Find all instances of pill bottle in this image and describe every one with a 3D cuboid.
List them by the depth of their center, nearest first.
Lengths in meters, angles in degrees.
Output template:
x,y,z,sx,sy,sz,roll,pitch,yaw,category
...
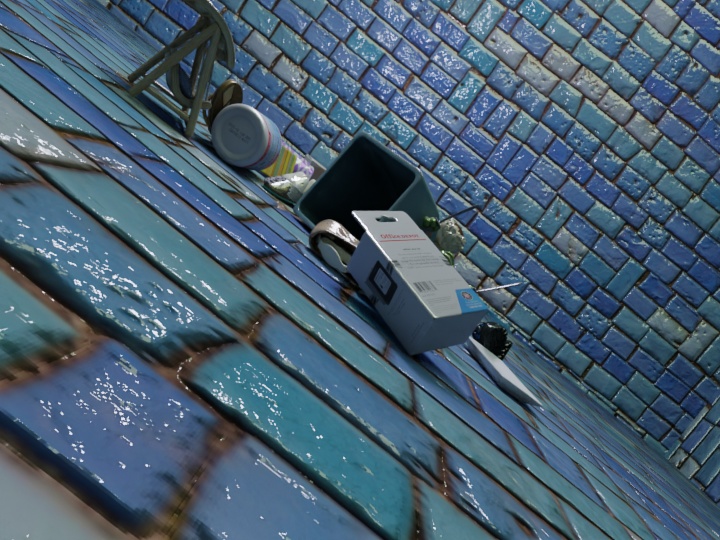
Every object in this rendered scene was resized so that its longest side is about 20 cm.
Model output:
x,y,z,sx,sy,sz,roll,pitch,yaw,category
-0.212,-0.253,1.171,0.108,0.110,0.200,37,7,0,pill bottle

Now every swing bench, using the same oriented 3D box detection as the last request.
x,y,z,sx,sy,sz,roll,pitch,yaw,category
-0.306,-0.372,1.065,0.129,0.202,0.199,33,8,-29,swing bench

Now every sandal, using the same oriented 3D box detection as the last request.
x,y,z,sx,sy,sz,roll,pitch,yaw,category
-0.273,-0.307,1.159,0.054,0.080,0.200,45,-18,-1,sandal

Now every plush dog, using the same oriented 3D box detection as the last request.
x,y,z,sx,sy,sz,roll,pitch,yaw,category
0.147,-0.012,1.337,0.200,0.156,0.177,166,-86,-84,plush dog

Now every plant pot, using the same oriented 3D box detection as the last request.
x,y,z,sx,sy,sz,roll,pitch,yaw,category
0.035,-0.090,1.112,0.196,0.197,0.200,43,0,42,plant pot

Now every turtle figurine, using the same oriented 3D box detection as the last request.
x,y,z,sx,sy,sz,roll,pitch,yaw,category
0.131,-0.014,0.999,0.197,0.148,0.192,1,20,43,turtle figurine

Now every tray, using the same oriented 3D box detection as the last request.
x,y,z,sx,sy,sz,roll,pitch,yaw,category
0.260,0.189,1.136,0.106,0.022,0.200,36,8,-18,tray

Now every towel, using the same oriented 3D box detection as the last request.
x,y,z,sx,sy,sz,roll,pitch,yaw,category
-0.223,-0.266,1.340,0.018,0.088,0.198,1,-22,42,towel

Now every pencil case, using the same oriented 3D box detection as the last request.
x,y,z,sx,sy,sz,roll,pitch,yaw,category
-0.202,-0.266,1.444,0.199,0.085,0.085,38,-29,-23,pencil case

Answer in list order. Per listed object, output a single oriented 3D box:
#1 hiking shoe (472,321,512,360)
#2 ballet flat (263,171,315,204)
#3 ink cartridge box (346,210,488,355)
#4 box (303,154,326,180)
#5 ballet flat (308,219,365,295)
x,y,z,sx,sy,sz,roll,pitch,yaw,category
0.275,0.150,1.322,0.086,0.075,0.200,32,-6,26,hiking shoe
-0.123,-0.165,1.238,0.072,0.073,0.199,41,8,32,ballet flat
0.063,0.009,0.806,0.114,0.068,0.201,-3,45,-41,ink cartridge box
-0.093,-0.223,1.678,0.198,0.096,0.078,33,8,-28,box
0.000,0.000,0.892,0.198,0.069,0.067,35,25,14,ballet flat
